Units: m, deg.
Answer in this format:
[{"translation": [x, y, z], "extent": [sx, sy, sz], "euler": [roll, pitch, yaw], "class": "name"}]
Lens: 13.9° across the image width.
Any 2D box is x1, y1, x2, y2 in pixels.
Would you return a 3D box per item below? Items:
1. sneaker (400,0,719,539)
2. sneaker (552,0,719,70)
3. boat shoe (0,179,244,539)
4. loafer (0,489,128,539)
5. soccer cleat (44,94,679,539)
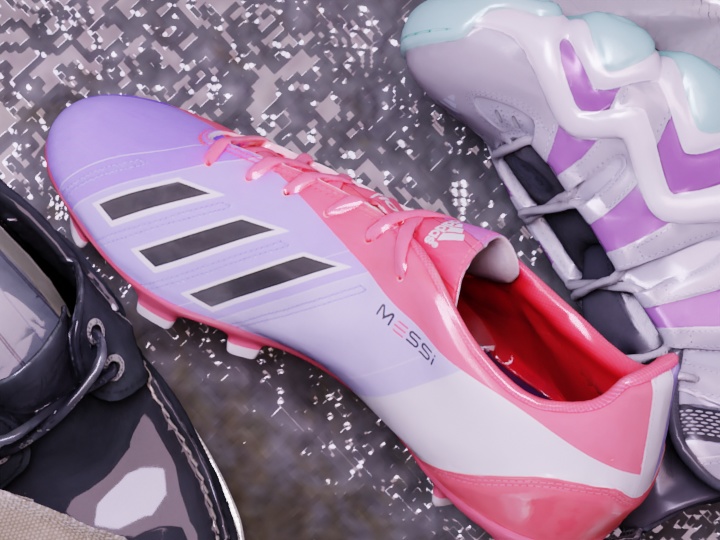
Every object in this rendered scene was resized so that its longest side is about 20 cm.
[{"translation": [0.080, 0.017, 0.845], "extent": [0.199, 0.078, 0.141], "euler": [29, 77, -6], "class": "sneaker"}, {"translation": [0.119, -0.094, 0.877], "extent": [0.199, 0.075, 0.089], "euler": [29, 58, -10], "class": "sneaker"}, {"translation": [-0.102, 0.020, 0.812], "extent": [0.074, 0.066, 0.200], "euler": [-36, 91, -14], "class": "boat shoe"}, {"translation": [-0.126, 0.072, 0.780], "extent": [0.199, 0.076, 0.067], "euler": [31, 57, 20], "class": "loafer"}, {"translation": [0.000, 0.000, 0.806], "extent": [0.200, 0.077, 0.067], "euler": [37, 40, 17], "class": "soccer cleat"}]
